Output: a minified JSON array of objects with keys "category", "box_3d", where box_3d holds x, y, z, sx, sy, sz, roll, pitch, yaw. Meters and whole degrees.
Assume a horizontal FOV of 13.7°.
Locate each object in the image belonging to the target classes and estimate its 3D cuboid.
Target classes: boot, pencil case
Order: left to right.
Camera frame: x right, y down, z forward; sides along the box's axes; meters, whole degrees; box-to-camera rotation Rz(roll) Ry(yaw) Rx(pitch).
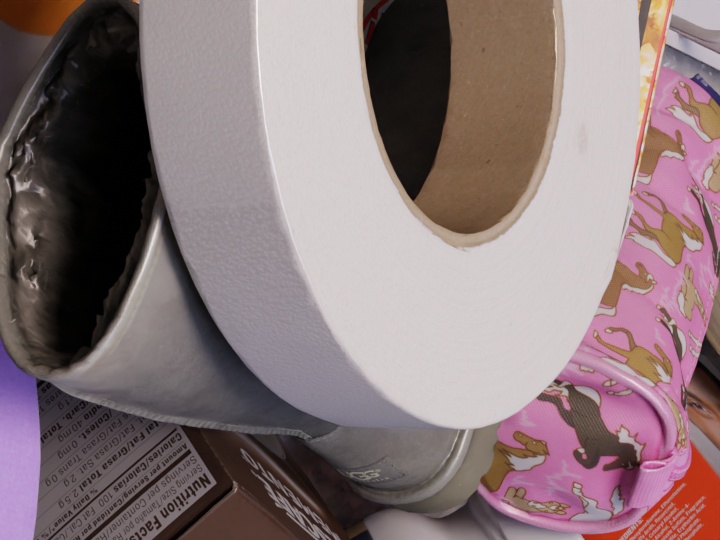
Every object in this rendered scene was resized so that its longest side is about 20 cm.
[{"category":"boot","box_3d":[-0.022,-0.031,0.817,0.200,0.072,0.183,29,58,-50]},{"category":"pencil case","box_3d":[0.086,0.007,1.053,0.083,0.086,0.200,64,27,-26]}]

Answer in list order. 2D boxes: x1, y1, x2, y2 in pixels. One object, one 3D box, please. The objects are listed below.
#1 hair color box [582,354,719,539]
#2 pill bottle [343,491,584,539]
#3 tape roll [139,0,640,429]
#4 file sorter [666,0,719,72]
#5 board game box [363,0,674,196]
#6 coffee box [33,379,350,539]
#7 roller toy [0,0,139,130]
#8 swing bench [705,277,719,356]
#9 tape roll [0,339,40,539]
[{"category":"hair color box","box_3d":[0.138,0.104,1.131,0.061,0.200,0.101,-50,140,15]},{"category":"pill bottle","box_3d":[0.000,0.156,1.054,0.199,0.116,0.116,-32,133,-1]},{"category":"tape roll","box_3d":[0.014,-0.059,0.775,0.202,0.037,0.204,2,88,-59]},{"category":"file sorter","box_3d":[0.149,-0.141,1.075,0.200,0.124,0.139,19,98,-47]},{"category":"board game box","box_3d":[0.034,-0.138,0.944,0.151,0.046,0.201,13,96,-3]},{"category":"coffee box","box_3d":[-0.077,0.053,0.899,0.080,0.200,0.114,-41,136,4]},{"category":"roller toy","box_3d":[-0.109,-0.131,0.827,0.182,0.140,0.200,24,103,-50]},{"category":"swing bench","box_3d":[0.235,0.019,1.218,0.200,0.129,0.199,-57,136,-16]},{"category":"tape roll","box_3d":[-0.176,0.059,0.817,0.065,0.200,0.201,12,102,-47]}]
